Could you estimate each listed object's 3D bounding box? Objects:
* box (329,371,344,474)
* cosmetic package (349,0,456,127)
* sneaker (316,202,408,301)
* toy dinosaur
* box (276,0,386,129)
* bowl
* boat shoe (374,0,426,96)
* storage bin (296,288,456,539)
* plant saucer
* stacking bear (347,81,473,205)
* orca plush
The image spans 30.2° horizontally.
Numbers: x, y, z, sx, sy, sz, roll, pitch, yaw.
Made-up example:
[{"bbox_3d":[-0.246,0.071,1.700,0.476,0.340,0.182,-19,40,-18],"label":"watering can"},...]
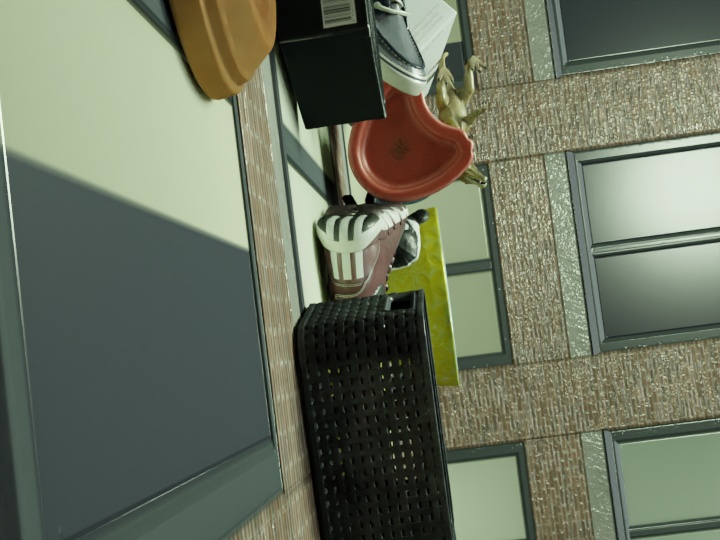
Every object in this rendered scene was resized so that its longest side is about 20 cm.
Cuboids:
[{"bbox_3d":[0.004,0.132,1.123,0.075,0.050,0.202,-79,161,-78],"label":"box"},{"bbox_3d":[0.035,-0.226,1.460,0.074,0.102,0.200,41,-16,5],"label":"cosmetic package"},{"bbox_3d":[0.000,0.000,1.239,0.200,0.075,0.117,-33,121,-74],"label":"sneaker"},{"bbox_3d":[0.099,-0.187,1.463,0.101,0.058,0.201,109,-26,-56],"label":"toy dinosaur"},{"bbox_3d":[-0.030,-0.243,1.117,0.141,0.078,0.202,68,14,-65],"label":"box"},{"bbox_3d":[0.047,0.036,1.497,0.200,0.107,0.202,-8,90,-87],"label":"bowl"},{"bbox_3d":[0.019,-0.263,1.284,0.074,0.093,0.200,5,40,-49],"label":"boat shoe"},{"bbox_3d":[0.015,0.125,0.985,0.135,0.093,0.202,-72,155,-81],"label":"storage bin"},{"bbox_3d":[-0.074,-0.190,0.683,0.200,0.037,0.202,-8,90,-86],"label":"plant saucer"},{"bbox_3d":[0.047,-0.125,1.413,0.122,0.114,0.200,46,5,1],"label":"stacking bear"},{"bbox_3d":[0.013,-0.063,1.426,0.071,0.105,0.200,55,14,-21],"label":"orca plush"}]
